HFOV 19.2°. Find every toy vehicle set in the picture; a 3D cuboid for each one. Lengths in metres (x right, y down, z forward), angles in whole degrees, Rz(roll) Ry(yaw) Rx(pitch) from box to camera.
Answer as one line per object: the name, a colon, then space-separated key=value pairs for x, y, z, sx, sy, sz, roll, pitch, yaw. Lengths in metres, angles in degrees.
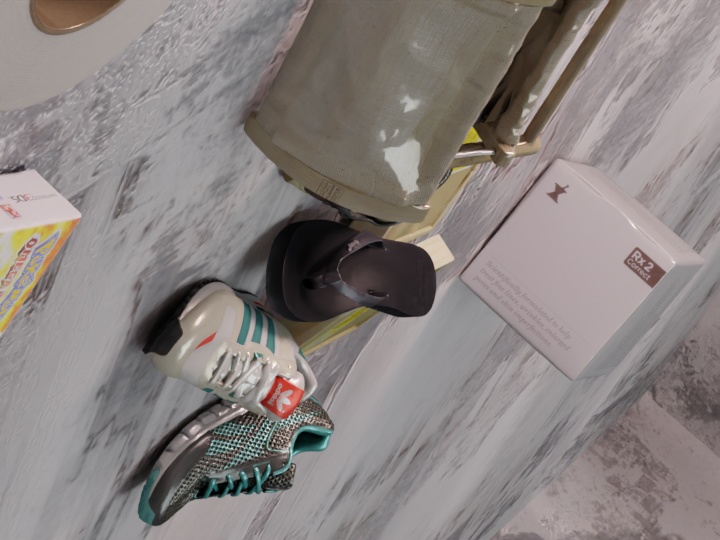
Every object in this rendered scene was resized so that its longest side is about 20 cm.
toy vehicle set: x=0.076 y=-0.103 z=1.688 sx=0.200 sy=0.027 sz=0.124 roll=-54 pitch=166 yaw=23
toy vehicle set: x=-0.016 y=0.033 z=1.733 sx=0.124 sy=0.027 sz=0.200 roll=-36 pitch=174 yaw=31

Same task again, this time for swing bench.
swing bench: x=0.060 y=-0.148 z=1.329 sx=0.200 sy=0.130 sz=0.199 roll=-33 pitch=160 yaw=-47

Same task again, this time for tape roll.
tape roll: x=-0.119 y=-0.157 z=0.937 sx=0.203 sy=0.037 sz=0.203 roll=-45 pitch=167 yaw=-13

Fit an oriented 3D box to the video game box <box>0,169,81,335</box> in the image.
video game box: x=-0.249 y=0.043 z=1.070 sx=0.200 sy=0.047 sz=0.182 roll=-53 pitch=168 yaw=20

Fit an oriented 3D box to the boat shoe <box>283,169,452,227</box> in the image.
boat shoe: x=0.017 y=-0.062 z=1.531 sx=0.072 sy=0.066 sz=0.201 roll=-49 pitch=160 yaw=19

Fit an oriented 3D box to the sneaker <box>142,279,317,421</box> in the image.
sneaker: x=-0.084 y=0.064 z=1.542 sx=0.070 sy=0.093 sz=0.200 roll=-50 pitch=167 yaw=7

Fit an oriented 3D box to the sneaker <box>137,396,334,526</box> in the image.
sneaker: x=-0.098 y=0.154 z=1.755 sx=0.200 sy=0.091 sz=0.078 roll=-39 pitch=163 yaw=-34

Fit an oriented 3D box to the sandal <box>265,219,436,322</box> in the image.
sandal: x=0.000 y=-0.001 z=1.603 sx=0.043 sy=0.076 sz=0.200 roll=-4 pitch=178 yaw=38

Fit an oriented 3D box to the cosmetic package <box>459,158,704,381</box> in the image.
cosmetic package: x=0.234 y=0.000 z=2.216 sx=0.165 sy=0.165 sz=0.200 roll=-51 pitch=166 yaw=12
